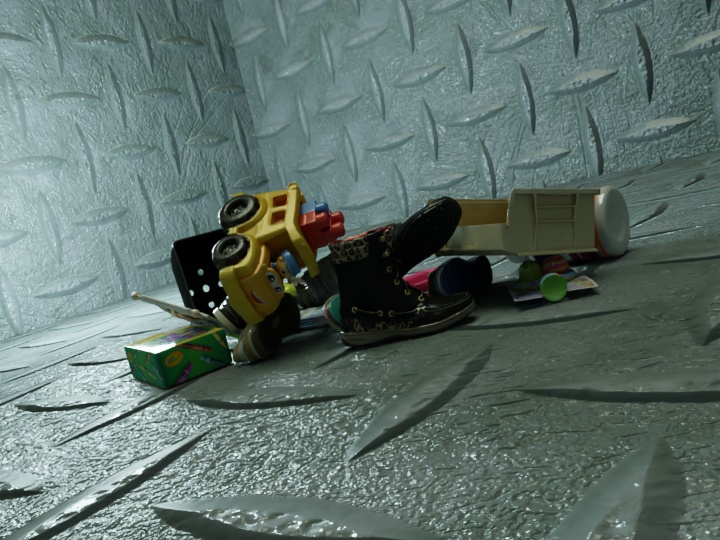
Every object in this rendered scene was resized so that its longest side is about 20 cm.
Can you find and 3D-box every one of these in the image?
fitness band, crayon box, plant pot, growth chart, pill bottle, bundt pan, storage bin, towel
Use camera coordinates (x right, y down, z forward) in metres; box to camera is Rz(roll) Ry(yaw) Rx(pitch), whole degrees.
[{"bbox_3d":[0.116,0.024,1.256,0.197,0.038,0.142,-19,8,-39],"label":"fitness band"},{"bbox_3d":[-0.306,0.138,1.153,0.117,0.060,0.198,-19,8,-31],"label":"crayon box"},{"bbox_3d":[-0.344,0.023,1.648,0.196,0.204,0.177,-19,-3,-32],"label":"plant pot"},{"bbox_3d":[-0.286,0.079,1.182,0.142,0.018,0.200,12,-14,23],"label":"growth chart"},{"bbox_3d":[0.346,-0.071,1.193,0.197,0.117,0.113,-8,9,43],"label":"pill bottle"},{"bbox_3d":[0.000,0.000,1.182,0.199,0.077,0.202,-27,-6,-3],"label":"bundt pan"},{"bbox_3d":[0.226,-0.072,1.070,0.195,0.096,0.199,-3,3,-31],"label":"storage bin"},{"bbox_3d":[-0.090,0.082,1.290,0.196,0.024,0.146,-12,7,24],"label":"towel"}]

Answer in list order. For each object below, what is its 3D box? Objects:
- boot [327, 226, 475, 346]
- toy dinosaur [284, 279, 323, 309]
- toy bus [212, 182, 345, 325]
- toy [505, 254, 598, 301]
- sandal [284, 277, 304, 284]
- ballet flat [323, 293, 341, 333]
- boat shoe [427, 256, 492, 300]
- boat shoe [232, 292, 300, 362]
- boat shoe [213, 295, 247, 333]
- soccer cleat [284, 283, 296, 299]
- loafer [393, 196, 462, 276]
[{"bbox_3d":[0.053,0.014,0.978,0.195,0.154,0.073,-13,7,9],"label":"boot"},{"bbox_3d":[-0.091,0.046,1.374,0.197,0.103,0.078,-24,33,26],"label":"toy dinosaur"},{"bbox_3d":[-0.117,-0.036,1.083,0.188,0.137,0.203,-13,43,12],"label":"toy bus"},{"bbox_3d":[0.274,0.004,1.032,0.112,0.048,0.200,-12,8,10],"label":"toy"},{"bbox_3d":[-0.061,0.021,1.444,0.195,0.081,0.055,-8,52,18],"label":"sandal"},{"bbox_3d":[0.003,0.065,1.101,0.198,0.070,0.071,-16,-12,-47],"label":"ballet flat"},{"bbox_3d":[0.148,0.021,1.116,0.071,0.074,0.199,-16,-5,31],"label":"boat shoe"},{"bbox_3d":[-0.159,0.094,1.148,0.075,0.073,0.200,-26,7,19],"label":"boat shoe"},{"bbox_3d":[-0.204,0.062,1.210,0.066,0.074,0.199,-47,-4,-1],"label":"boat shoe"},{"bbox_3d":[-0.194,0.055,1.338,0.064,0.085,0.199,-24,-1,-41],"label":"soccer cleat"},{"bbox_3d":[0.068,-0.037,1.041,0.200,0.068,0.071,-44,16,12],"label":"loafer"}]
